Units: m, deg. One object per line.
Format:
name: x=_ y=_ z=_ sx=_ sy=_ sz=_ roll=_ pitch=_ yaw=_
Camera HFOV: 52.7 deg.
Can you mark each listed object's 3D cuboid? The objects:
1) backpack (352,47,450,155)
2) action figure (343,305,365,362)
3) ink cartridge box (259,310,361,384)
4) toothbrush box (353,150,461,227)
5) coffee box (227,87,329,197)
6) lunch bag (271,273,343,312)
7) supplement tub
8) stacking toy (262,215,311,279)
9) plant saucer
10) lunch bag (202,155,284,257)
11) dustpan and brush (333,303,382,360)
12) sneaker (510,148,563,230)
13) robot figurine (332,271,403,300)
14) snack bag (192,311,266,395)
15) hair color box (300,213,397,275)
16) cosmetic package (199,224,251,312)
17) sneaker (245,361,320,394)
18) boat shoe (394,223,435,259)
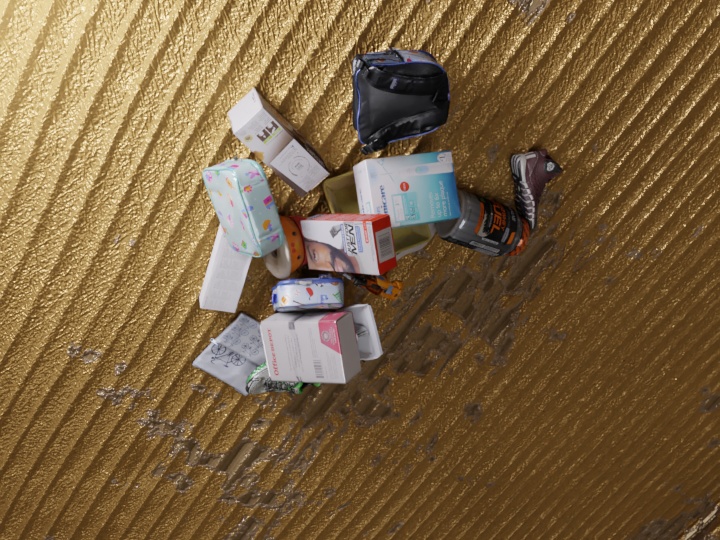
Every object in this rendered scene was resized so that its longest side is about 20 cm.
backpack: x=0.078 y=-0.348 z=1.443 sx=0.190 sy=0.154 sz=0.201 roll=-4 pitch=130 yaw=-4
action figure: x=-0.059 y=0.144 z=1.757 sx=0.200 sy=0.119 sz=0.102 roll=30 pitch=71 yaw=4
ink cartridge box: x=-0.112 y=0.169 z=1.627 sx=0.199 sy=0.083 sz=0.147 roll=-2 pitch=104 yaw=28
toothbrush box: x=0.097 y=-0.166 z=1.536 sx=0.199 sy=0.085 sz=0.147 roll=-8 pitch=90 yaw=-18
coffee box: x=-0.164 y=-0.254 z=1.456 sx=0.080 sy=0.114 sz=0.200 roll=-40 pitch=124 yaw=11
lunch bag: x=-0.124 y=0.055 z=1.633 sx=0.160 sy=0.200 sz=0.076 roll=-1 pitch=82 yaw=-12
supplement tub: x=0.284 y=-0.104 z=1.686 sx=0.199 sy=0.123 sz=0.123 roll=15 pitch=118 yaw=-26
stacking toy: x=-0.116 y=-0.076 z=1.604 sx=0.199 sy=0.146 sz=0.147 roll=-19 pitch=128 yaw=-26
plant saucer: x=0.032 y=-0.127 z=1.588 sx=0.199 sy=0.048 sz=0.201 roll=-20 pitch=96 yaw=-15
lunch bag: x=-0.239 y=-0.132 z=1.477 sx=0.077 sy=0.160 sz=0.201 roll=-28 pitch=113 yaw=-30
dustpan and brush: x=-0.059 y=0.144 z=1.665 sx=0.199 sy=0.057 sz=0.140 roll=1 pitch=116 yaw=34
sneaker: x=0.423 y=-0.193 z=1.699 sx=0.115 sy=0.076 sz=0.201 roll=-21 pitch=126 yaw=-6
robot figurine: x=0.000 y=0.000 z=1.667 sx=0.200 sy=0.145 sz=0.058 roll=26 pitch=102 yaw=-38
snack bag: x=-0.288 y=0.210 z=1.788 sx=0.200 sy=0.021 sz=0.188 roll=-43 pitch=125 yaw=14
hair color box: x=-0.026 y=-0.056 z=1.487 sx=0.064 sy=0.200 sz=0.111 roll=-24 pitch=110 yaw=-43
cosmetic package: x=-0.297 y=-0.004 z=1.623 sx=0.082 sy=0.051 sz=0.201 roll=9 pitch=120 yaw=-24
sneaker: x=-0.187 y=0.268 z=1.798 sx=0.199 sy=0.085 sz=0.078 roll=-14 pitch=136 yaw=-18
boat shoe: x=0.080 y=-0.079 z=1.678 sx=0.200 sy=0.093 sz=0.075 roll=-30 pitch=140 yaw=-34
